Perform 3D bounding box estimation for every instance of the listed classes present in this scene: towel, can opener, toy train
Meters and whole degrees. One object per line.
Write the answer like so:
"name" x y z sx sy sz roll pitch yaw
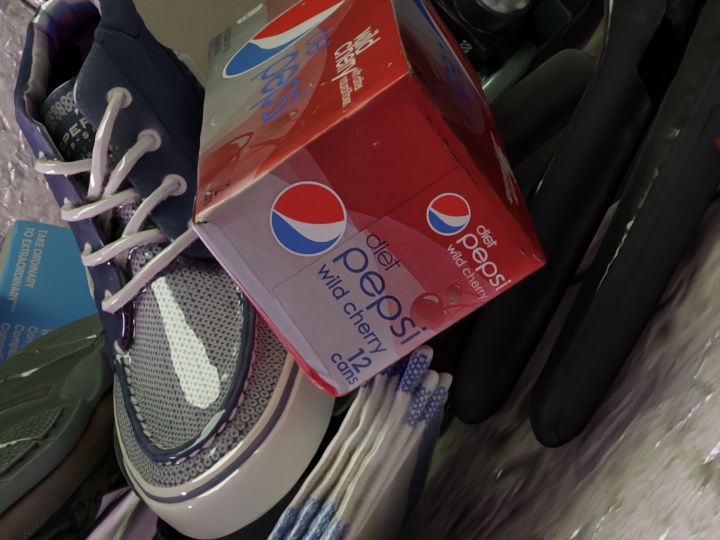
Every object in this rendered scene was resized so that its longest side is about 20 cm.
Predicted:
"towel" -0.035 0.119 0.683 0.200 0.024 0.147 -58 -9 -17
"can opener" 0.011 0.015 0.780 0.200 0.067 0.053 -38 50 -8
"can opener" 0.084 -0.038 0.703 0.063 0.079 0.201 2 55 40
"toy train" 0.041 -0.103 1.065 0.114 0.085 0.200 -44 1 -25

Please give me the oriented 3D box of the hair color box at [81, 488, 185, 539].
"hair color box" -0.080 0.128 0.875 0.100 0.060 0.200 -57 10 -29

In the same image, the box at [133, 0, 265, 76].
"box" -0.058 -0.072 1.045 0.082 0.201 0.068 -16 -5 -20

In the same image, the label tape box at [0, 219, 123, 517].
"label tape box" -0.137 0.058 0.966 0.200 0.066 0.144 -50 21 34

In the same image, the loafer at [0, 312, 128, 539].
"loafer" -0.101 0.074 0.767 0.072 0.063 0.200 -20 15 21

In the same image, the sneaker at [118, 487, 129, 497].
"sneaker" -0.090 0.052 1.115 0.075 0.088 0.200 -49 9 36

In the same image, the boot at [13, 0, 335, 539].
"boot" -0.065 -0.009 0.734 0.073 0.090 0.200 -36 30 12

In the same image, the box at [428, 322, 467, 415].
"box" 0.000 0.000 0.907 0.100 0.075 0.200 -56 11 -12

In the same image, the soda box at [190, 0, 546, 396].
"soda box" -0.001 -0.038 0.706 0.070 0.064 0.200 -34 17 9

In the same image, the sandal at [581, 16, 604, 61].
"sandal" 0.107 -0.134 0.896 0.082 0.054 0.200 -46 13 42
